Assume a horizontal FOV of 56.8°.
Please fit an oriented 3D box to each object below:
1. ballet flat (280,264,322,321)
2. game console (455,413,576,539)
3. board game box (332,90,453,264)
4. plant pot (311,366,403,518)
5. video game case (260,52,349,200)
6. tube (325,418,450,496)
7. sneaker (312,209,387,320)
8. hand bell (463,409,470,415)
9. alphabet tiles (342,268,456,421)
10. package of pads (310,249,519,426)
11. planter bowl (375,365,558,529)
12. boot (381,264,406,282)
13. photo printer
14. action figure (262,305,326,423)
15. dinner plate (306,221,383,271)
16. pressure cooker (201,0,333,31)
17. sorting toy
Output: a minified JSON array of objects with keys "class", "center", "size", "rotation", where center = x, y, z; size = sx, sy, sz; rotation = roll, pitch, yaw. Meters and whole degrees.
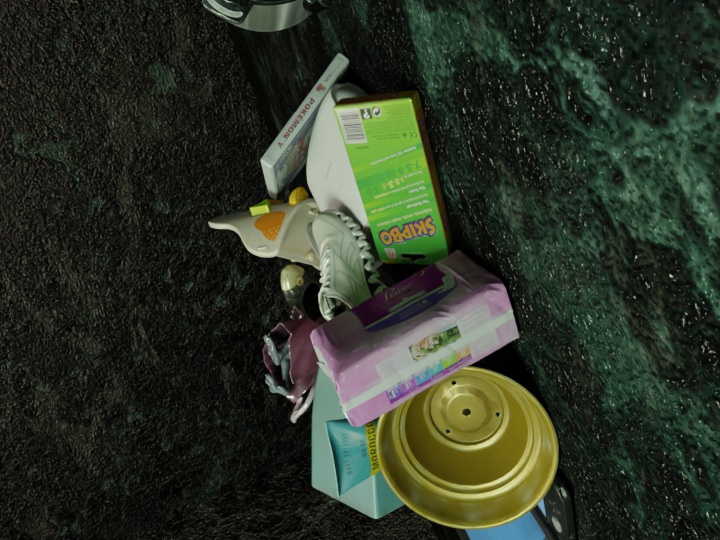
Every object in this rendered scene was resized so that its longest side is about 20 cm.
[{"class":"ballet flat","center":[-0.058,0.068,1.063],"size":[0.056,0.067,0.202],"rotation":[-1,132,51]},{"class":"game console","center":[0.165,0.270,0.819],"size":[0.201,0.114,0.179],"rotation":[-124,12,-53]},{"class":"board game box","center":[0.041,-0.094,0.733],"size":[0.093,0.030,0.205],"rotation":[3,126,30]},{"class":"plant pot","center":[0.017,0.189,0.898],"size":[0.139,0.139,0.207],"rotation":[5,103,49]},{"class":"video game case","center":[-0.079,-0.200,0.971],"size":[0.023,0.184,0.200],"rotation":[34,172,1]},{"class":"tube","center":[0.035,0.195,0.784],"size":[0.050,0.196,0.080],"rotation":[-21,80,43]},{"class":"sneaker","center":[-0.019,0.011,0.796],"size":[0.203,0.079,0.076],"rotation":[62,151,28]},{"class":"hand bell","center":[0.111,0.111,0.960],"size":[0.104,0.101,0.207],"rotation":[162,98,-83]},{"class":"alphabet tiles","center":[0.058,0.088,0.854],"size":[0.196,0.015,0.199],"rotation":[29,-140,-19]},{"class":"package of pads","center":[0.051,0.065,0.684],"size":[0.077,0.196,0.121],"rotation":[66,171,-25]},{"class":"planter bowl","center":[0.118,0.178,0.746],"size":[0.084,0.195,0.205],"rotation":[-62,-47,-66]},{"class":"boot","center":[0.079,0.050,1.065],"size":[0.166,0.071,0.205],"rotation":[2,114,69]},{"class":"photo printer","center":[-0.009,-0.129,0.876],"size":[0.203,0.068,0.168],"rotation":[63,149,30]},{"class":"action figure","center":[-0.046,0.096,0.964],"size":[0.151,0.197,0.134],"rotation":[57,143,10]},{"class":"dinner plate","center":[0.000,0.000,0.955],"size":[0.200,0.024,0.201],"rotation":[44,-166,-13]},{"class":"pressure cooker","center":[-0.092,-0.325,0.614],"size":[0.200,0.174,0.181],"rotation":[-145,35,-78]},{"class":"sorting toy","center":[-0.137,-0.064,1.041],"size":[0.198,0.175,0.111],"rotation":[15,-100,-61]}]
